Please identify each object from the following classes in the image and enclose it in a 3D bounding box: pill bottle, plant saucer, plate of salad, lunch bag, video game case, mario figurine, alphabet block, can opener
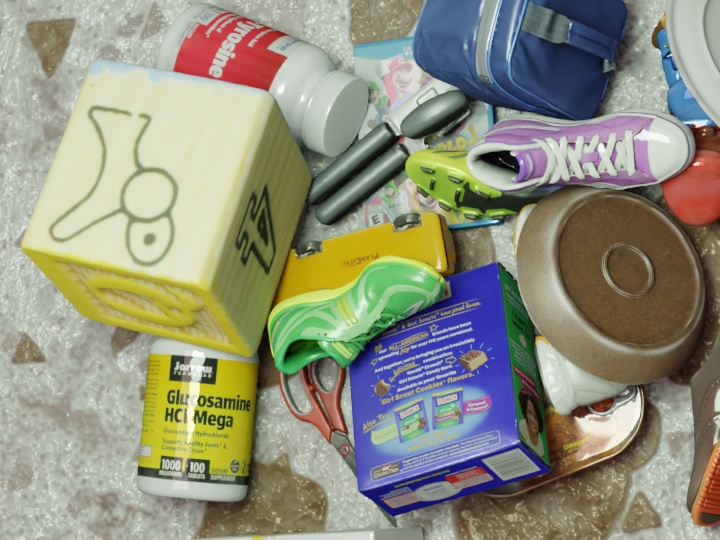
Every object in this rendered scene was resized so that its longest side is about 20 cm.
[{"bbox_3d":[-0.098,-0.188,1.787,0.200,0.112,0.112,24,92,22],"label":"pill bottle"},{"bbox_3d":[0.238,0.005,1.617,0.200,0.034,0.201,9,65,-19],"label":"plant saucer"},{"bbox_3d":[0.349,-0.188,1.605,0.048,0.200,0.200,-37,69,49],"label":"plate of salad"},{"bbox_3d":[0.163,-0.218,1.659,0.132,0.200,0.136,19,92,39],"label":"lunch bag"},{"bbox_3d":[-0.161,0.128,1.774,0.112,0.112,0.200,3,85,20],"label":"pill bottle"},{"bbox_3d":[0.067,-0.137,1.773,0.143,0.018,0.200,-6,81,20],"label":"video game case"},{"bbox_3d":[0.317,-0.136,1.666,0.123,0.106,0.200,-18,63,51],"label":"mario figurine"},{"bbox_3d":[-0.176,-0.057,1.673,0.195,0.196,0.200,12,71,18],"label":"alphabet block"},{"bbox_3d":[0.023,-0.122,1.747,0.200,0.066,0.053,-39,74,17],"label":"can opener"}]

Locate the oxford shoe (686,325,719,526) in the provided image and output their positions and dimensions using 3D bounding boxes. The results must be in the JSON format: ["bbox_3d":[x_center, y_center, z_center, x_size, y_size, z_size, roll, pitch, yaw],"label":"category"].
[{"bbox_3d":[0.337,0.136,1.629,0.072,0.071,0.200,23,95,49],"label":"oxford shoe"}]

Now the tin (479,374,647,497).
[{"bbox_3d":[0.178,0.144,1.690,0.200,0.042,0.112,-23,80,16],"label":"tin"}]

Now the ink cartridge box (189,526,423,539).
[{"bbox_3d":[-0.052,0.324,1.693,0.200,0.146,0.147,-7,81,20],"label":"ink cartridge box"}]

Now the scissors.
[{"bbox_3d":[-0.026,0.173,1.775,0.073,0.014,0.200,-22,78,14],"label":"scissors"}]

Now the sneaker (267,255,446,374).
[{"bbox_3d":[-0.001,0.049,1.663,0.200,0.074,0.084,-24,47,31],"label":"sneaker"}]

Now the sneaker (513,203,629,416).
[{"bbox_3d":[0.199,0.031,1.651,0.092,0.076,0.200,-14,81,6],"label":"sneaker"}]

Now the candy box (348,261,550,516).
[{"bbox_3d":[0.080,0.111,1.668,0.169,0.077,0.200,-19,54,21],"label":"candy box"}]

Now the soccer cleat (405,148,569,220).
[{"bbox_3d":[0.145,-0.093,1.712,0.200,0.065,0.084,10,58,11],"label":"soccer cleat"}]

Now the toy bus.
[{"bbox_3d":[0.000,0.000,1.742,0.200,0.078,0.065,-15,74,21],"label":"toy bus"}]

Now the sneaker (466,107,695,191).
[{"bbox_3d":[0.193,-0.098,1.590,0.200,0.114,0.073,-1,106,27],"label":"sneaker"}]
